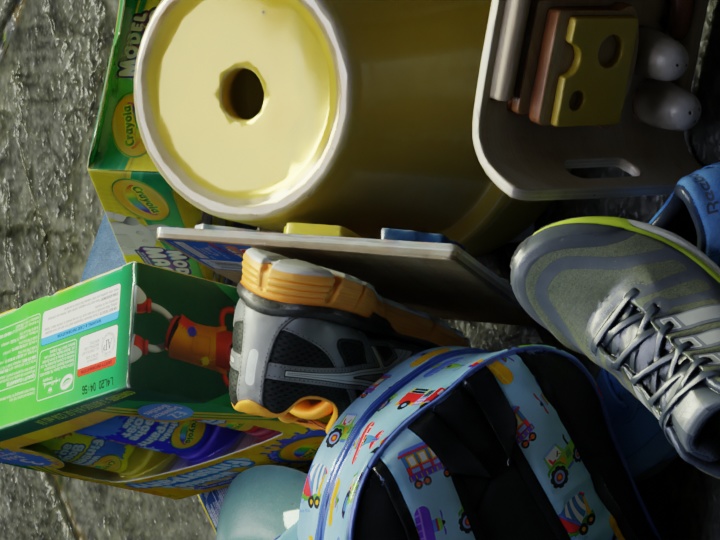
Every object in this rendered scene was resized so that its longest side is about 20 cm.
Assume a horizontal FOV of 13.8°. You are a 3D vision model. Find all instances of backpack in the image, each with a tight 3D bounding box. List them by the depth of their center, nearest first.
[{"bbox_3d":[0.045,0.126,1.439,0.135,0.183,0.200,24,144,50],"label":"backpack"}]

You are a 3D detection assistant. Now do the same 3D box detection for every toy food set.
[{"bbox_3d":[0.134,-0.131,1.389,0.060,0.143,0.200,25,112,44],"label":"toy food set"}]

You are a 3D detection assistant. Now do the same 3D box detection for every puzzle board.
[{"bbox_3d":[0.000,0.000,1.504,0.151,0.200,0.017,5,81,17],"label":"puzzle board"}]

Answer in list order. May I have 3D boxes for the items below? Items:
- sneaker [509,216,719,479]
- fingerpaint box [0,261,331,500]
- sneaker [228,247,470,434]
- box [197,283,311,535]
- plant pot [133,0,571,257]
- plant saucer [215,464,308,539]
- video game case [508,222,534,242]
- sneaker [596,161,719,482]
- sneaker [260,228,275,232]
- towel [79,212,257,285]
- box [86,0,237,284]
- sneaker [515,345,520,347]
[{"bbox_3d":[0.151,0.043,1.344,0.200,0.081,0.074,32,113,13],"label":"sneaker"},{"bbox_3d":[-0.111,0.066,1.632,0.200,0.167,0.073,-18,63,49],"label":"fingerpaint box"},{"bbox_3d":[-0.011,0.045,1.468,0.078,0.200,0.077,13,84,30],"label":"sneaker"},{"bbox_3d":[-0.083,0.066,1.795,0.064,0.070,0.200,-60,44,36],"label":"box"},{"bbox_3d":[-0.011,-0.095,1.513,0.201,0.189,0.201,4,97,32],"label":"plant pot"},{"bbox_3d":[-0.017,0.199,1.641,0.200,0.036,0.200,34,145,28],"label":"plant saucer"},{"bbox_3d":[0.047,-0.114,1.639,0.143,0.017,0.200,-1,90,58],"label":"video game case"},{"bbox_3d":[0.141,0.025,1.443,0.066,0.078,0.200,58,138,36],"label":"sneaker"},{"bbox_3d":[-0.019,-0.008,1.692,0.100,0.075,0.200,46,141,48],"label":"sneaker"},{"bbox_3d":[-0.091,-0.059,1.765,0.112,0.049,0.200,8,71,46],"label":"towel"},{"bbox_3d":[-0.104,-0.067,1.610,0.200,0.048,0.117,71,-156,-61],"label":"box"},{"bbox_3d":[0.039,0.095,1.604,0.090,0.075,0.200,58,135,31],"label":"sneaker"}]
